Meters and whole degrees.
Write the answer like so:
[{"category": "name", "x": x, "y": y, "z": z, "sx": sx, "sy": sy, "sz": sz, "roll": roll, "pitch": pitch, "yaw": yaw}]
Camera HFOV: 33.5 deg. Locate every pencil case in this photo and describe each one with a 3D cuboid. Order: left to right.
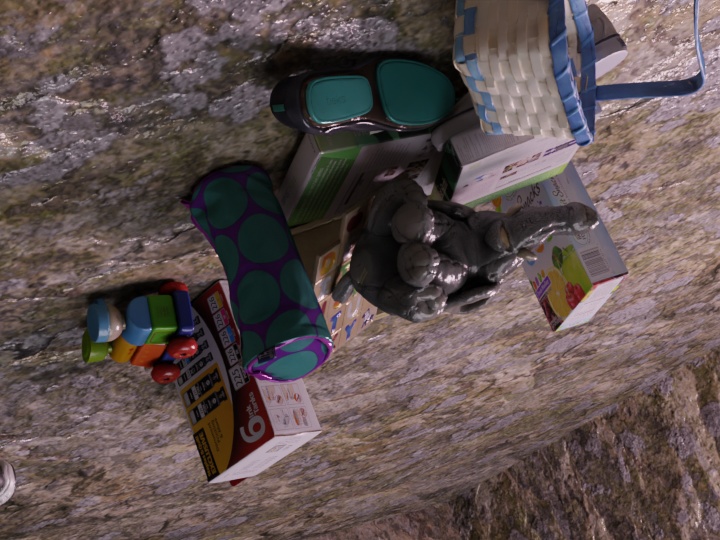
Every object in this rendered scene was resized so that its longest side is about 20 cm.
[{"category": "pencil case", "x": -0.099, "y": 0.003, "z": 1.137, "sx": 0.092, "sy": 0.202, "sz": 0.085, "roll": -23, "pitch": 158, "yaw": 5}]

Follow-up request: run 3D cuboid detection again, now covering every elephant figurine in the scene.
[{"category": "elephant figurine", "x": 0.101, "y": -0.015, "z": 1.154, "sx": 0.198, "sy": 0.155, "sz": 0.143, "roll": -5, "pitch": 116, "yaw": -35}]

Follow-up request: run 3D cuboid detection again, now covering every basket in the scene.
[{"category": "basket", "x": 0.182, "y": -0.192, "z": 0.991, "sx": 0.198, "sy": 0.140, "sz": 0.177, "roll": 1, "pitch": 154, "yaw": 18}]

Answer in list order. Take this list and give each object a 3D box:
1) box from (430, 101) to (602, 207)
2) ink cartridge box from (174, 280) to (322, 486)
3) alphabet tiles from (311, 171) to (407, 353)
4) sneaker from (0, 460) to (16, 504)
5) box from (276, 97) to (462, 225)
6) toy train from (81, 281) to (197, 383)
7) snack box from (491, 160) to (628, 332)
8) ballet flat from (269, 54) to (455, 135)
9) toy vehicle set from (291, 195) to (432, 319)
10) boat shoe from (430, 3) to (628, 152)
[{"category": "box", "x": 0.147, "y": -0.112, "z": 1.174, "sx": 0.143, "sy": 0.037, "sz": 0.200, "roll": -22, "pitch": 168, "yaw": -6}, {"category": "ink cartridge box", "x": -0.160, "y": 0.142, "z": 1.434, "sx": 0.083, "sy": 0.202, "sz": 0.175, "roll": 2, "pitch": 148, "yaw": -49}, {"category": "alphabet tiles", "x": 0.000, "y": 0.000, "z": 1.214, "sx": 0.166, "sy": 0.006, "sz": 0.201, "roll": -35, "pitch": 148, "yaw": -42}, {"category": "sneaker", "x": -0.572, "y": 0.322, "z": 1.666, "sx": 0.199, "sy": 0.074, "sz": 0.079, "roll": -37, "pitch": 148, "yaw": 19}, {"category": "box", "x": 0.023, "y": -0.111, "z": 1.206, "sx": 0.198, "sy": 0.037, "sz": 0.145, "roll": -15, "pitch": 159, "yaw": -26}, {"category": "toy train", "x": -0.268, "y": 0.089, "z": 1.371, "sx": 0.115, "sy": 0.085, "sz": 0.200, "roll": 0, "pitch": 153, "yaw": -27}, {"category": "snack box", "x": 0.218, "y": -0.048, "z": 1.359, "sx": 0.052, "sy": 0.202, "sz": 0.142, "roll": -17, "pitch": 160, "yaw": -17}, {"category": "ballet flat", "x": -0.002, "y": -0.152, "z": 1.058, "sx": 0.199, "sy": 0.074, "sz": 0.073, "roll": -12, "pitch": 159, "yaw": -45}, {"category": "toy vehicle set", "x": 0.018, "y": -0.012, "z": 1.342, "sx": 0.198, "sy": 0.125, "sz": 0.027, "roll": -19, "pitch": 168, "yaw": -11}, {"category": "boat shoe", "x": 0.147, "y": -0.183, "z": 1.121, "sx": 0.199, "sy": 0.070, "sz": 0.071, "roll": -29, "pitch": 168, "yaw": 12}]
